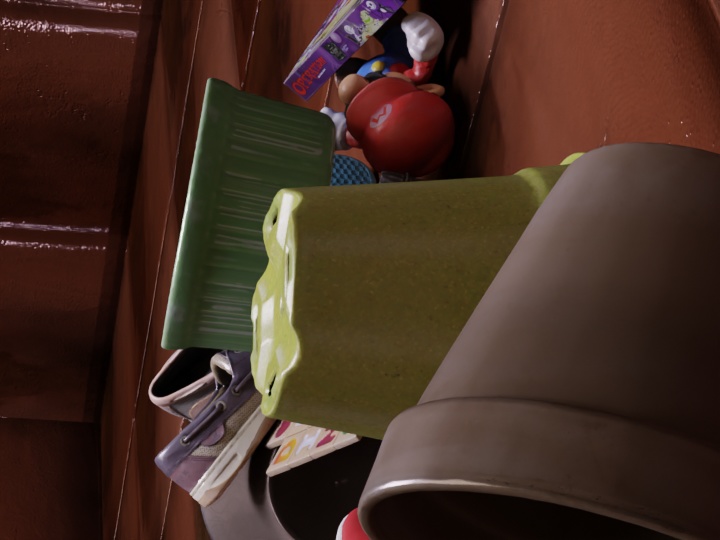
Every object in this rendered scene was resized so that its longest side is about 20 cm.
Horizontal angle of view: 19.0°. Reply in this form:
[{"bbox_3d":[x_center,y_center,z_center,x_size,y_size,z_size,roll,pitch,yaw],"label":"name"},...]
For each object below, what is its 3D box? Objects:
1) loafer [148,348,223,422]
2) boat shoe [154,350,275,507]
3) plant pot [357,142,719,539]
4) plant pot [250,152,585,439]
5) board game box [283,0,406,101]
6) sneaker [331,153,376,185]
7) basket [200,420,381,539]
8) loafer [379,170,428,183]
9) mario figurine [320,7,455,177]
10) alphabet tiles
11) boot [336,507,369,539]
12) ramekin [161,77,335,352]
[{"bbox_3d":[-0.094,0.046,1.734,0.200,0.063,0.072,-51,51,19],"label":"loafer"},{"bbox_3d":[-0.086,0.084,1.650,0.200,0.065,0.072,-58,7,-18],"label":"boat shoe"},{"bbox_3d":[0.119,0.050,0.884,0.200,0.200,0.174,125,165,-68],"label":"plant pot"},{"bbox_3d":[0.037,0.025,1.236,0.200,0.184,0.201,-176,90,-79],"label":"plant pot"},{"bbox_3d":[0.012,-0.212,1.630,0.120,0.032,0.200,-54,8,-27],"label":"board game box"},{"bbox_3d":[-0.029,0.013,1.840,0.131,0.079,0.200,111,169,-49],"label":"sneaker"},{"bbox_3d":[-0.043,0.172,1.720,0.200,0.136,0.181,161,101,-73],"label":"basket"},{"bbox_3d":[0.000,0.000,1.553,0.200,0.072,0.073,-51,16,34],"label":"loafer"},{"bbox_3d":[0.010,-0.142,1.620,0.200,0.106,0.124,-102,8,-66],"label":"mario figurine"},{"bbox_3d":[0.000,0.070,1.561,0.200,0.006,0.167,-28,28,56],"label":"alphabet tiles"},{"bbox_3d":[0.040,0.187,1.454,0.200,0.072,0.144,-119,35,-56],"label":"boot"},{"bbox_3d":[-0.080,-0.034,1.566,0.200,0.098,0.200,-170,90,-85],"label":"ramekin"}]
